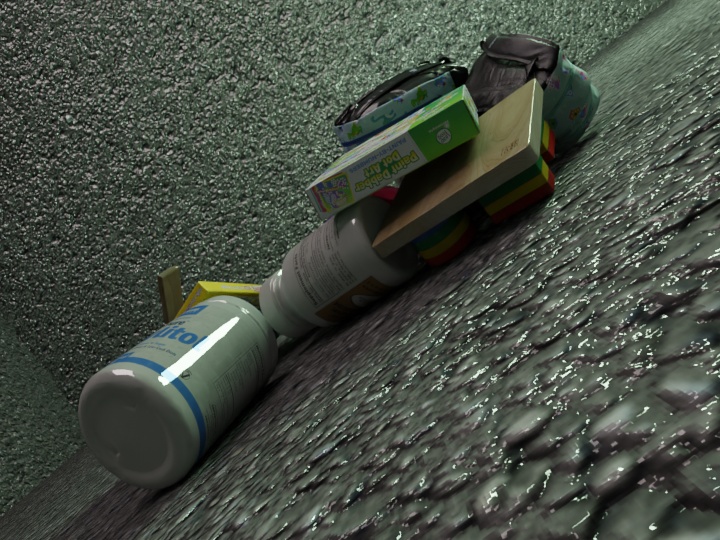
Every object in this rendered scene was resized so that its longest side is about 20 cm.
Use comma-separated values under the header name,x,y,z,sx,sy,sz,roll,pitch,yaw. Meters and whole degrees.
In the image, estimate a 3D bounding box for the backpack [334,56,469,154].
name,x,y,z,sx,sy,sz,roll,pitch,yaw
backpack,0.056,-0.238,0.907,0.197,0.156,0.163,-20,22,-22

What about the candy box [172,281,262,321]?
name,x,y,z,sx,sy,sz,roll,pitch,yaw
candy box,-0.187,0.065,0.815,0.103,0.026,0.199,-57,-20,10

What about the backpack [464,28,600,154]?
name,x,y,z,sx,sy,sz,roll,pitch,yaw
backpack,0.219,-0.234,0.781,0.169,0.125,0.200,-67,26,3

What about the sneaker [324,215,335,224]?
name,x,y,z,sx,sy,sz,roll,pitch,yaw
sneaker,-0.007,-0.081,0.947,0.068,0.101,0.200,10,-5,18

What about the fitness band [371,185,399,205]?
name,x,y,z,sx,sy,sz,roll,pitch,yaw
fitness band,0.050,-0.095,0.821,0.198,0.038,0.143,16,21,31

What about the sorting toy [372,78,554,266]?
name,x,y,z,sx,sy,sz,roll,pitch,yaw
sorting toy,0.128,-0.099,0.650,0.198,0.070,0.201,-32,20,34

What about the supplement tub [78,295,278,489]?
name,x,y,z,sx,sy,sz,roll,pitch,yaw
supplement tub,-0.187,0.122,0.624,0.131,0.133,0.200,-34,6,25

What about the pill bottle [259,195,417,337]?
name,x,y,z,sx,sy,sz,roll,pitch,yaw
pill bottle,-0.034,0.005,0.722,0.199,0.115,0.114,-33,6,33

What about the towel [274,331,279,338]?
name,x,y,z,sx,sy,sz,roll,pitch,yaw
towel,-0.114,0.058,0.915,0.147,0.022,0.201,-51,-5,-46

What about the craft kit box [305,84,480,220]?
name,x,y,z,sx,sy,sz,roll,pitch,yaw
craft kit box,0.046,-0.148,0.694,0.198,0.049,0.198,-27,17,19

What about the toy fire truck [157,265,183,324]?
name,x,y,z,sx,sy,sz,roll,pitch,yaw
toy fire truck,-0.270,0.119,0.830,0.128,0.201,0.176,-34,5,22

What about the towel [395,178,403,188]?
name,x,y,z,sx,sy,sz,roll,pitch,yaw
towel,0.119,-0.239,1.082,0.203,0.030,0.146,-68,-18,-2
